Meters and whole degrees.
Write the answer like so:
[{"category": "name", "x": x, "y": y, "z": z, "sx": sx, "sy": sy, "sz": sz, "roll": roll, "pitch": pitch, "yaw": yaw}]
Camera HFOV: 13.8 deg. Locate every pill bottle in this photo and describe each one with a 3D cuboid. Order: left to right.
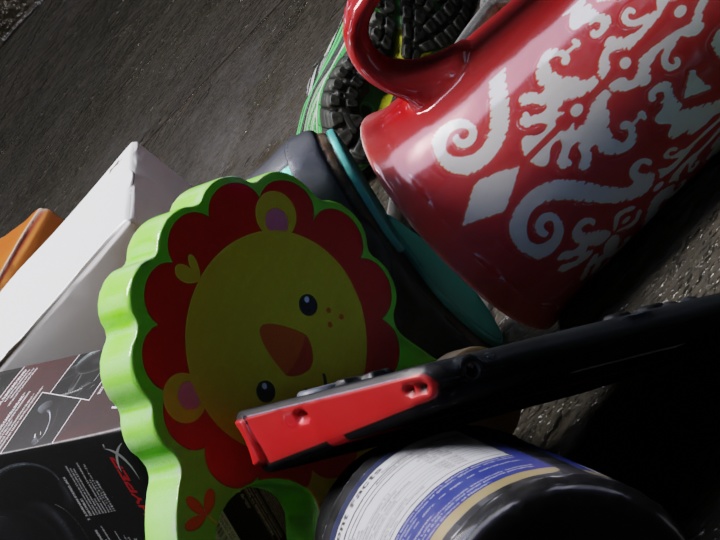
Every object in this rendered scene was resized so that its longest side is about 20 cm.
[{"category": "pill bottle", "x": 0.048, "y": 0.118, "z": 1.123, "sx": 0.112, "sy": 0.112, "sz": 0.200, "roll": -53, "pitch": 15, "yaw": -6}]

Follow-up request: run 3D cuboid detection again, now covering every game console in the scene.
[{"category": "game console", "x": 0.064, "y": 0.037, "z": 1.198, "sx": 0.199, "sy": 0.031, "sz": 0.177, "roll": -13, "pitch": -7, "yaw": -31}]

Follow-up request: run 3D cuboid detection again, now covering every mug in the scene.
[{"category": "mug", "x": 0.103, "y": -0.093, "z": 1.363, "sx": 0.200, "sy": 0.177, "sz": 0.134, "roll": -42, "pitch": 51, "yaw": 17}]

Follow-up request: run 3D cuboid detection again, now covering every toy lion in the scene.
[{"category": "toy lion", "x": -0.035, "y": 0.067, "z": 1.269, "sx": 0.069, "sy": 0.191, "sz": 0.201, "roll": -16, "pitch": 48, "yaw": 53}]

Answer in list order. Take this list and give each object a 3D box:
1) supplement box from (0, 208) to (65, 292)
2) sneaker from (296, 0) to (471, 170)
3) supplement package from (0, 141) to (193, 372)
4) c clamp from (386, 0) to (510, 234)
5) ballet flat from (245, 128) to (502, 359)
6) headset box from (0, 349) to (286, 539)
[{"category": "supplement box", "x": -0.117, "y": 0.057, "z": 1.568, "sx": 0.066, "sy": 0.200, "sz": 0.069, "roll": -32, "pitch": 27, "yaw": 52}, {"category": "sneaker", "x": 0.005, "y": -0.140, "z": 1.899, "sx": 0.085, "sy": 0.078, "sz": 0.200, "roll": -33, "pitch": 24, "yaw": 51}, {"category": "supplement package", "x": -0.072, "y": 0.057, "z": 1.441, "sx": 0.120, "sy": 0.200, "sz": 0.121, "roll": -47, "pitch": 15, "yaw": 14}, {"category": "c clamp", "x": 0.059, "y": -0.095, "z": 1.618, "sx": 0.171, "sy": 0.027, "sz": 0.200, "roll": -58, "pitch": -11, "yaw": -35}, {"category": "ballet flat", "x": 0.000, "y": 0.000, "z": 1.396, "sx": 0.073, "sy": 0.200, "sz": 0.073, "roll": -12, "pitch": 60, "yaw": 21}, {"category": "headset box", "x": -0.135, "y": 0.122, "z": 1.351, "sx": 0.199, "sy": 0.149, "sz": 0.077, "roll": -13, "pitch": 28, "yaw": 35}]
